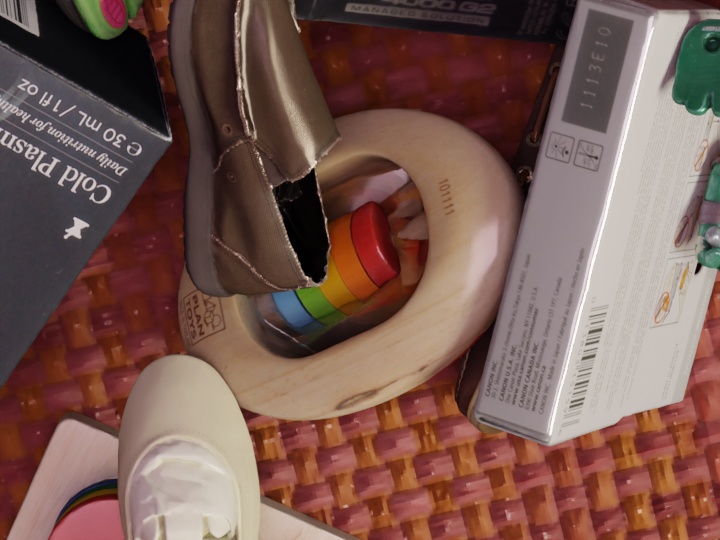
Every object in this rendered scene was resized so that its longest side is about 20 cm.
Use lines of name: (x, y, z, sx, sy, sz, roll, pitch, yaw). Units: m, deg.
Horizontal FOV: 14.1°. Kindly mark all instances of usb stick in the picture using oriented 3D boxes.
usb stick: (0.021, -0.136, 1.344, 0.199, 0.033, 0.056, 5, 134, -14)

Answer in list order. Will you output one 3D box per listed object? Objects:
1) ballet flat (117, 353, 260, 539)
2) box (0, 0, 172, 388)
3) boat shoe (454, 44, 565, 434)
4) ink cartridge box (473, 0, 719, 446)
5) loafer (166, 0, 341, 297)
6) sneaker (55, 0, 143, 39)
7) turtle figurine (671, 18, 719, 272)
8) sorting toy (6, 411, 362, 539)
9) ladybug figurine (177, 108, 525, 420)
ballet flat: (-0.079, 0.140, 1.348, 0.069, 0.069, 0.201, -3, 91, 1)
box: (-0.223, -0.053, 1.323, 0.199, 0.124, 0.197, 29, 110, -22)
boat shoe: (0.084, -0.022, 1.399, 0.072, 0.072, 0.201, 26, 99, 29)
ink cartridge box: (0.127, -0.028, 1.347, 0.043, 0.173, 0.201, 18, 101, 23)
loafer: (-0.038, -0.076, 1.294, 0.071, 0.073, 0.201, 13, 127, 20)
sneaker: (-0.164, -0.191, 1.309, 0.084, 0.077, 0.200, -20, 110, 47)
turtle figurine: (0.211, -0.059, 1.345, 0.149, 0.200, 0.101, -30, 61, 5)
sorting toy: (-0.098, 0.203, 1.422, 0.198, 0.070, 0.201, 24, 97, -2)
ladybug figurine: (0.000, 0.000, 1.370, 0.199, 0.072, 0.136, -22, 72, 31)
